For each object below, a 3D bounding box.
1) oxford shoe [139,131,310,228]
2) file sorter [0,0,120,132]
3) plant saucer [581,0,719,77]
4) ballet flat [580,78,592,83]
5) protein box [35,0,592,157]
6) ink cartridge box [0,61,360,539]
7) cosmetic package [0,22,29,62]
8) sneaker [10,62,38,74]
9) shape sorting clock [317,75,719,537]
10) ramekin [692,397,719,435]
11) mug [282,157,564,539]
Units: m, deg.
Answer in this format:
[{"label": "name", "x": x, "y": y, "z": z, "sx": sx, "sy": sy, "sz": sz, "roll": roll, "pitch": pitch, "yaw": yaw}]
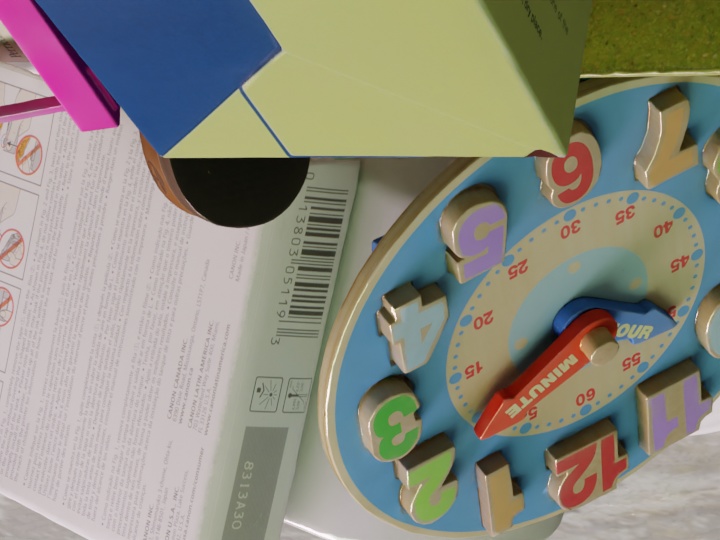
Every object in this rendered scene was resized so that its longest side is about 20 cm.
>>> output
[{"label": "oxford shoe", "x": -0.060, "y": -0.116, "z": 1.021, "sx": 0.071, "sy": 0.201, "sz": 0.071, "roll": -2, "pitch": -176, "yaw": -23}, {"label": "file sorter", "x": -0.153, "y": -0.153, "z": 0.914, "sx": 0.125, "sy": 0.201, "sz": 0.139, "roll": -9, "pitch": 152, "yaw": 12}, {"label": "plant saucer", "x": 0.148, "y": -0.102, "z": 1.019, "sx": 0.199, "sy": 0.048, "sz": 0.200, "roll": 0, "pitch": -169, "yaw": 27}, {"label": "ballet flat", "x": 0.131, "y": -0.054, "z": 1.092, "sx": 0.200, "sy": 0.072, "sz": 0.072, "roll": -12, "pitch": 175, "yaw": -40}, {"label": "protein box", "x": -0.015, "y": -0.165, "z": 0.854, "sx": 0.134, "sy": 0.201, "sz": 0.199, "roll": 1, "pitch": 155, "yaw": 21}, {"label": "ink cartridge box", "x": -0.096, "y": 0.012, "z": 1.132, "sx": 0.050, "sy": 0.162, "sz": 0.200, "roll": 4, "pitch": -168, "yaw": -43}, {"label": "cosmetic package", "x": -0.058, "y": -0.129, "z": 1.115, "sx": 0.199, "sy": 0.071, "sz": 0.105, "roll": 1, "pitch": 156, "yaw": 21}, {"label": "sneaker", "x": -0.114, "y": -0.096, "z": 1.245, "sx": 0.199, "sy": 0.073, "sz": 0.085, "roll": 10, "pitch": 127, "yaw": 17}, {"label": "shape sorting clock", "x": 0.075, "y": 0.016, "z": 1.039, "sx": 0.200, "sy": 0.039, "sz": 0.200, "roll": -23, "pitch": 142, "yaw": -20}, {"label": "ramekin", "x": 0.097, "y": -0.008, "z": 1.291, "sx": 0.202, "sy": 0.095, "sz": 0.202, "roll": 10, "pitch": 156, "yaw": 4}, {"label": "mug", "x": 0.005, "y": 0.004, "z": 1.134, "sx": 0.186, "sy": 0.150, "sz": 0.154, "roll": 11, "pitch": 112, "yaw": -7}]
